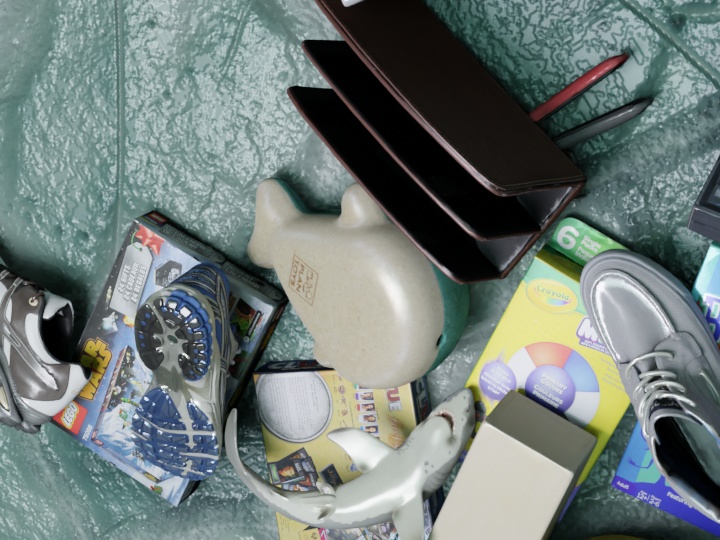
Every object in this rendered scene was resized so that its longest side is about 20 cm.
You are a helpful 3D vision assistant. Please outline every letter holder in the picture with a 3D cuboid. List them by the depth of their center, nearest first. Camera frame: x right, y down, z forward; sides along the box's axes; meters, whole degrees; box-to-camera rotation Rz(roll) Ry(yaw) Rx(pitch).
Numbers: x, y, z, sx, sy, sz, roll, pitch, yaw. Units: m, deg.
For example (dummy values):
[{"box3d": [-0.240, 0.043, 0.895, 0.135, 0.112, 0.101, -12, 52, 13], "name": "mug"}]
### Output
[{"box3d": [0.035, -0.094, 1.218, 0.200, 0.142, 0.101, 49, 117, 19], "name": "letter holder"}]

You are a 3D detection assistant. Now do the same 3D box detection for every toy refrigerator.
[{"box3d": [0.096, 0.194, 1.288, 0.076, 0.070, 0.201, 28, 118, 13], "name": "toy refrigerator"}]

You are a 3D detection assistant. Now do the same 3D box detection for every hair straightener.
[{"box3d": [0.129, -0.074, 1.267, 0.199, 0.041, 0.077, -33, 90, 25], "name": "hair straightener"}]

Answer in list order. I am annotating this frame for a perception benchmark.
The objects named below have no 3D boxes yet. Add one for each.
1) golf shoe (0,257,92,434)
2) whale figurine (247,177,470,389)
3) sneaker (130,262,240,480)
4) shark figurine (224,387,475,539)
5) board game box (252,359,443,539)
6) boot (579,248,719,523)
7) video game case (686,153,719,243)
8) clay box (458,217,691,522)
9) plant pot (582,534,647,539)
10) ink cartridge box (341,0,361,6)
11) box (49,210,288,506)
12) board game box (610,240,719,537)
[{"box3d": [-0.279, 0.029, 1.427, 0.094, 0.078, 0.201, -30, 74, 13], "name": "golf shoe"}, {"box3d": [0.000, 0.000, 1.318, 0.200, 0.103, 0.160, 34, 127, 35], "name": "whale figurine"}, {"box3d": [-0.124, 0.079, 1.345, 0.077, 0.085, 0.201, 21, 133, 12], "name": "sneaker"}, {"box3d": [-0.008, 0.167, 1.324, 0.213, 0.089, 0.129, -8, 73, 19], "name": "shark figurine"}, {"box3d": [-0.004, 0.170, 1.384, 0.135, 0.035, 0.201, -4, 102, 22], "name": "board game box"}, {"box3d": [0.213, 0.078, 1.193, 0.073, 0.096, 0.200, -38, 88, 24], "name": "boot"}, {"box3d": [0.332, -0.051, 1.124, 0.199, 0.181, 0.026, 23, 138, 14], "name": "video game case"}, {"box3d": [0.149, 0.072, 1.293, 0.114, 0.048, 0.201, 30, 114, 10], "name": "clay box"}, {"box3d": [0.185, 0.270, 1.265, 0.198, 0.142, 0.201, 1, 110, 2], "name": "plant pot"}, {"box3d": [0.077, -0.263, 1.181, 0.199, 0.148, 0.086, -24, 96, 23], "name": "ink cartridge box"}, {"box3d": [-0.158, 0.072, 1.416, 0.136, 0.040, 0.201, 32, 112, 10], "name": "box"}, {"box3d": [0.285, 0.095, 1.248, 0.151, 0.045, 0.201, 23, 110, 14], "name": "board game box"}]
